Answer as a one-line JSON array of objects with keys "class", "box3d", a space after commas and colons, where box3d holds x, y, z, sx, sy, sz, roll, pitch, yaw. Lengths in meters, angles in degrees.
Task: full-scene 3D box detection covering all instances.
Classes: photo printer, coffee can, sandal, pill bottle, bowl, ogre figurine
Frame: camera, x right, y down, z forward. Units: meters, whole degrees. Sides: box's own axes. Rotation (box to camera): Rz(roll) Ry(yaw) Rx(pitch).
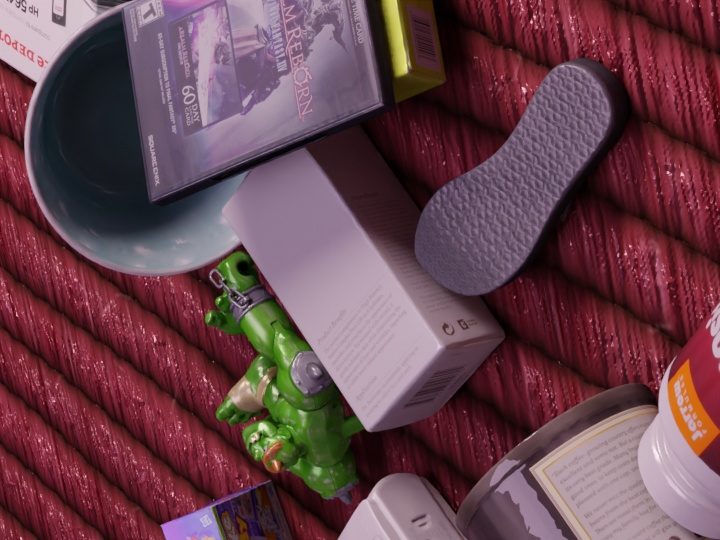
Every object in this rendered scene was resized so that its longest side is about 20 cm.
[{"class": "photo printer", "box3d": [0.031, 0.267, 1.558, 0.167, 0.069, 0.201, 53, 139, 24]}, {"class": "coffee can", "box3d": [0.171, 0.190, 1.294, 0.201, 0.146, 0.147, 55, 139, 22]}, {"class": "sandal", "box3d": [0.108, -0.053, 1.372, 0.076, 0.043, 0.200, 53, 129, 12]}, {"class": "pill bottle", "box3d": [0.236, 0.061, 1.193, 0.113, 0.112, 0.200, 54, 138, 22]}, {"class": "bowl", "box3d": [-0.156, -0.105, 1.570, 0.105, 0.199, 0.202, -147, 49, -65]}, {"class": "ogre figurine", "box3d": [-0.050, 0.087, 1.551, 0.120, 0.098, 0.201, 44, 137, 41]}]

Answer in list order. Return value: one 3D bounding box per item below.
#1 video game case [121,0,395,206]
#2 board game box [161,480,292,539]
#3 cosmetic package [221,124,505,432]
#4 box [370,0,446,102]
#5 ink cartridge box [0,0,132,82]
[{"class": "video game case", "box3d": [-0.071, -0.141, 1.415, 0.199, 0.019, 0.144, -21, 71, 34]}, {"class": "board game box", "box3d": [-0.074, 0.269, 1.635, 0.045, 0.134, 0.201, -21, 87, 17]}, {"class": "cosmetic package", "box3d": [0.000, 0.000, 1.482, 0.102, 0.074, 0.201, -48, 65, 36]}, {"class": "box", "box3d": [-0.042, -0.150, 1.435, 0.199, 0.048, 0.123, -19, 72, 34]}, {"class": "ink cartridge box", "box3d": [-0.209, -0.238, 1.643, 0.146, 0.084, 0.201, 33, 127, 39]}]
